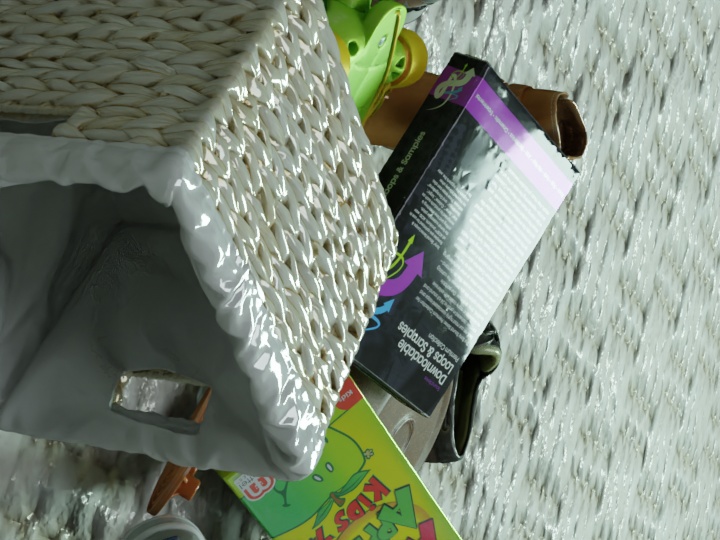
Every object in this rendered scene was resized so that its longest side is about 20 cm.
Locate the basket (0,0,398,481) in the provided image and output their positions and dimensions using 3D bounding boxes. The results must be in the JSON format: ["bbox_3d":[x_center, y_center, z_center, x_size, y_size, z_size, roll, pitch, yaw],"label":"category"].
[{"bbox_3d":[-0.104,-0.028,0.741,0.161,0.198,0.200,-61,145,-38],"label":"basket"}]

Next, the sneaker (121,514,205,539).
[{"bbox_3d":[-0.080,0.234,0.840,0.075,0.082,0.200,-27,99,-12],"label":"sneaker"}]

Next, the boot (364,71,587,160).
[{"bbox_3d":[0.061,-0.114,1.073,0.200,0.154,0.074,6,91,-63],"label":"boot"}]

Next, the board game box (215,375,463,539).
[{"bbox_3d":[-0.013,0.153,1.025,0.102,0.048,0.200,-40,128,-9],"label":"board game box"}]

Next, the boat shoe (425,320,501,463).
[{"bbox_3d":[0.084,0.065,1.262,0.072,0.066,0.201,51,53,-54],"label":"boat shoe"}]

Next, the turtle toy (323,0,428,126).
[{"bbox_3d":[-0.034,-0.129,0.921,0.200,0.101,0.146,-60,161,21],"label":"turtle toy"}]

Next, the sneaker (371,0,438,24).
[{"bbox_3d":[0.037,-0.198,1.033,0.074,0.080,0.200,-62,173,-2],"label":"sneaker"}]

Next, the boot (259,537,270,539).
[{"bbox_3d":[-0.053,0.261,1.019,0.096,0.074,0.200,-36,134,-16],"label":"boot"}]

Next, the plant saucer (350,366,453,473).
[{"bbox_3d":[0.015,0.116,1.118,0.200,0.037,0.201,-46,150,-36],"label":"plant saucer"}]

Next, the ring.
[{"bbox_3d":[-0.065,0.055,0.896,0.201,0.019,0.200,-58,-174,10],"label":"ring"}]

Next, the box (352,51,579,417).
[{"bbox_3d":[0.052,-0.019,1.003,0.200,0.036,0.143,-59,139,-8],"label":"box"}]
